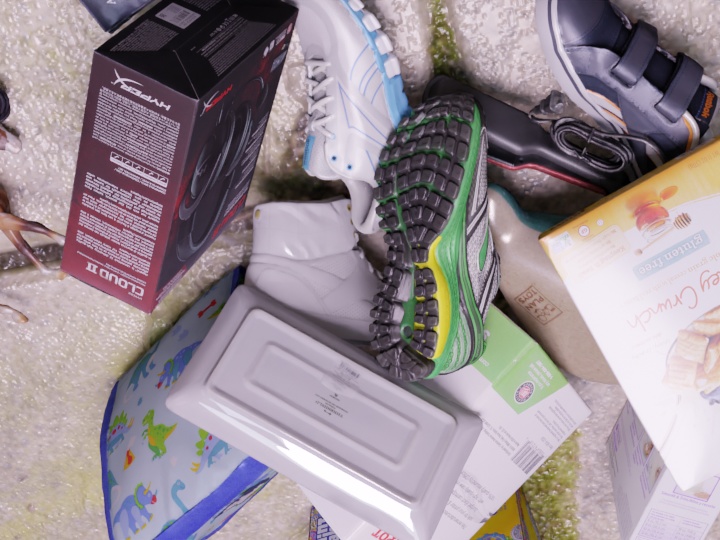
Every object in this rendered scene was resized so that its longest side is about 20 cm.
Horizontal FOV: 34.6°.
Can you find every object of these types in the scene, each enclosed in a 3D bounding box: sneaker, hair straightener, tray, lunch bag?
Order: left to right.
[{"bbox_3d":[-0.113,0.123,0.889,0.127,0.200,0.170,39,112,-18],"label":"lunch bag"},{"bbox_3d":[-0.020,0.094,0.781,0.200,0.107,0.022,29,151,1],"label":"tray"},{"bbox_3d":[-0.012,-0.111,0.814,0.087,0.075,0.200,-37,115,-17],"label":"sneaker"},{"bbox_3d":[0.000,0.000,0.891,0.200,0.116,0.074,12,167,-40],"label":"sneaker"},{"bbox_3d":[0.058,-0.025,0.807,0.085,0.078,0.200,-1,100,-46],"label":"sneaker"},{"bbox_3d":[0.134,-0.088,0.813,0.200,0.041,0.077,27,156,9],"label":"hair straightener"},{"bbox_3d":[0.200,-0.130,0.807,0.079,0.078,0.200,-7,135,44],"label":"sneaker"}]

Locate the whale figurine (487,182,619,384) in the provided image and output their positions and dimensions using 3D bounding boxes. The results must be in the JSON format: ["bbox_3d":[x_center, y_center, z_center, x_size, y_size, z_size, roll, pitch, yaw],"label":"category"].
[{"bbox_3d":[0.163,-0.003,0.879,0.200,0.104,0.159,36,149,-3],"label":"whale figurine"}]

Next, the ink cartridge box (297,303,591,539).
[{"bbox_3d":[0.065,0.133,0.892,0.200,0.084,0.146,-46,141,-1],"label":"ink cartridge box"}]

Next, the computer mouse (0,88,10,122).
[{"bbox_3d":[-0.302,-0.200,0.800,0.110,0.044,0.200,12,122,8],"label":"computer mouse"}]

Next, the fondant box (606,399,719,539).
[{"bbox_3d":[0.261,0.111,0.910,0.058,0.144,0.200,16,118,-2],"label":"fondant box"}]

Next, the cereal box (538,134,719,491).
[{"bbox_3d":[0.230,0.029,0.779,0.144,0.040,0.200,-30,92,10],"label":"cereal box"}]

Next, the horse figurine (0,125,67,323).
[{"bbox_3d":[-0.300,-0.015,0.896,0.133,0.050,0.200,42,118,-7],"label":"horse figurine"}]

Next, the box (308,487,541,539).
[{"bbox_3d":[0.075,0.298,1.029,0.192,0.122,0.200,-17,118,9],"label":"box"}]

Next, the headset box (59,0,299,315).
[{"bbox_3d":[-0.125,-0.080,0.782,0.077,0.149,0.200,26,129,7],"label":"headset box"}]

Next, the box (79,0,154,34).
[{"bbox_3d":[-0.134,-0.291,0.703,0.196,0.124,0.200,-31,115,15],"label":"box"}]
